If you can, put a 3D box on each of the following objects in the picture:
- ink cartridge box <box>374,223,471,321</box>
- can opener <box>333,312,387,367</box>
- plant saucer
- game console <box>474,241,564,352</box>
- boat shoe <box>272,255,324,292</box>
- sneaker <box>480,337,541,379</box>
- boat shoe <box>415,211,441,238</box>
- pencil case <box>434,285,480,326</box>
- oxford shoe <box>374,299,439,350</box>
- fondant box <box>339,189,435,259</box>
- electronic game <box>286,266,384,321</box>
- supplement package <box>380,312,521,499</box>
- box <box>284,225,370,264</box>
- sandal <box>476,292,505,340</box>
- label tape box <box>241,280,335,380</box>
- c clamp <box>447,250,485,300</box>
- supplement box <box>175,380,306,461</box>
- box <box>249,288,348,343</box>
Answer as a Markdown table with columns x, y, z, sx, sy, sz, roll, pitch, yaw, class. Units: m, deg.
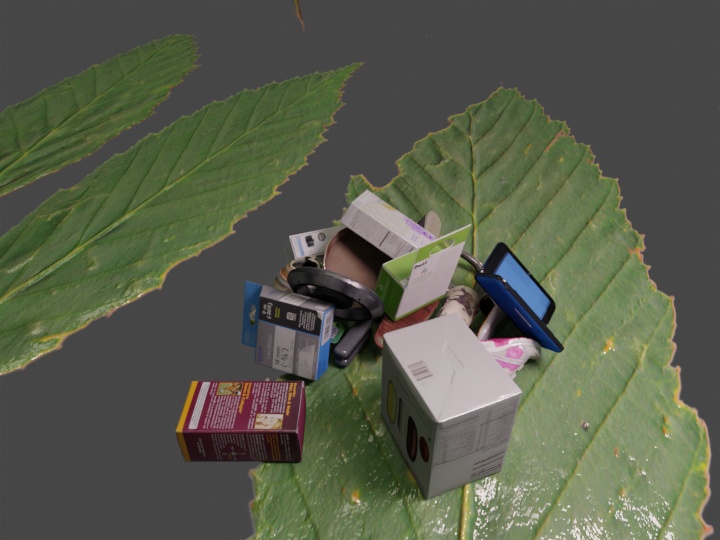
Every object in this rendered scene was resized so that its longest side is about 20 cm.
| x | y | z | sx | sy | sz | roll | pitch | yaw | class |
| --- | --- | --- | --- | --- | --- | --- | --- | --- | --- |
| 0.119 | -0.014 | 1.072 | 0.147 | 0.201 | 0.076 | -23 | 54 | -33 | ink cartridge box |
| 0.021 | 0.126 | 1.136 | 0.067 | 0.054 | 0.200 | 18 | 42 | 23 | can opener |
| 0.000 | 0.000 | 1.232 | 0.199 | 0.034 | 0.201 | 10 | 69 | -28 | plant saucer |
| 0.340 | 0.047 | 1.107 | 0.118 | 0.200 | 0.171 | -44 | 8 | -5 | game console |
| -0.108 | 0.008 | 1.224 | 0.075 | 0.069 | 0.200 | 43 | 25 | 16 | boat shoe |
| 0.269 | 0.177 | 1.061 | 0.199 | 0.089 | 0.081 | 0 | -7 | -27 | sneaker |
| 0.155 | -0.073 | 1.410 | 0.063 | 0.073 | 0.200 | -28 | 25 | 40 | boat shoe |
| 0.173 | 0.120 | 1.117 | 0.078 | 0.089 | 0.200 | 42 | 51 | 0 | pencil case |
| 0.097 | 0.116 | 1.135 | 0.070 | 0.075 | 0.200 | 36 | 48 | 23 | oxford shoe |
| 0.066 | -0.092 | 1.233 | 0.200 | 0.058 | 0.144 | 35 | 24 | 0 | fondant box |
| -0.049 | 0.047 | 1.062 | 0.199 | 0.200 | 0.042 | 14 | 67 | 17 | electronic game |
| 0.135 | 0.218 | 0.897 | 0.146 | 0.201 | 0.191 | -14 | 39 | -17 | supplement package |
| -0.075 | -0.057 | 1.314 | 0.199 | 0.117 | 0.060 | -14 | 78 | -18 | box |
| 0.279 | 0.081 | 1.176 | 0.059 | 0.079 | 0.207 | 23 | 45 | 26 | sandal |
| -0.158 | 0.115 | 1.066 | 0.199 | 0.145 | 0.063 | 13 | 18 | 17 | label tape box |
| 0.222 | 0.006 | 1.262 | 0.171 | 0.027 | 0.200 | 39 | 42 | 3 | c clamp |
| -0.196 | 0.257 | 0.937 | 0.199 | 0.086 | 0.111 | 0 | 37 | 0 | supplement box |
| -0.124 | 0.107 | 1.167 | 0.199 | 0.049 | 0.117 | 11 | 38 | 17 | box |
